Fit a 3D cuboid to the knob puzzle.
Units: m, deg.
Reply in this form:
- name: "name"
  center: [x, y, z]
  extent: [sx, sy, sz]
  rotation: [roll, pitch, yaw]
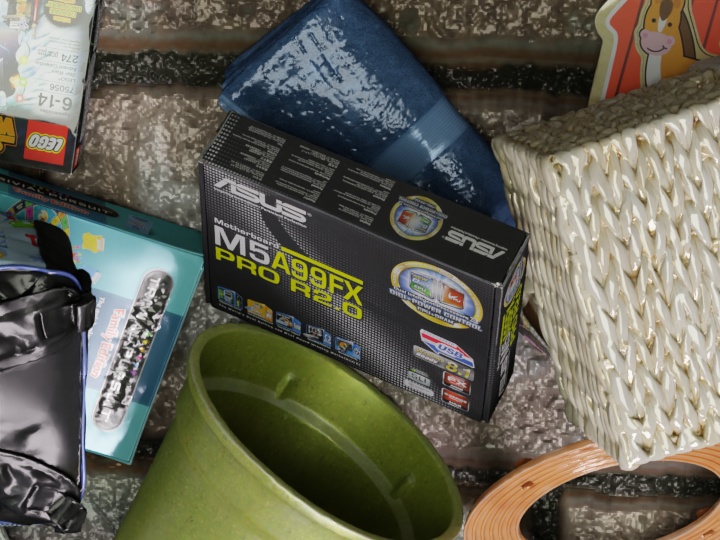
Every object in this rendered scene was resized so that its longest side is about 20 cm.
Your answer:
- name: "knob puzzle"
  center: [0.239, -0.130, 1.673]
  extent: [0.219, 0.030, 0.221]
  rotation: [1, 105, 5]

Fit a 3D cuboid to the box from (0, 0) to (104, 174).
- name: "box"
  center: [-0.264, -0.146, 1.708]
  extent: [0.199, 0.040, 0.137]
  rotation: [10, 107, 2]

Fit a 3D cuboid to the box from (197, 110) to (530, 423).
- name: "box"
  center: [0.000, 0.000, 1.652]
  extent: [0.199, 0.044, 0.160]
  rotation: [23, 150, 12]

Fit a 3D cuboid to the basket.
- name: "basket"
  center: [0.185, -0.010, 1.573]
  extent: [0.160, 0.198, 0.201]
  rotation: [-16, 98, -5]

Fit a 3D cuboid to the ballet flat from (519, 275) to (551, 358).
- name: "ballet flat"
  center: [0.162, 0.060, 1.710]
  extent: [0.200, 0.071, 0.069]
  rotation: [40, 100, -7]

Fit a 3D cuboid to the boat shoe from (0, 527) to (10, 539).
- name: "boat shoe"
  center: [-0.261, 0.155, 1.769]
  extent: [0.071, 0.072, 0.201]
  rotation: [-5, 117, 33]

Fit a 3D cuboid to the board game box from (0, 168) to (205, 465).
- name: "board game box"
  center: [-0.215, 0.021, 1.725]
  extent: [0.199, 0.047, 0.151]
  rotation: [18, 107, -14]

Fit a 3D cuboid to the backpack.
- name: "backpack"
  center: [-0.268, 0.058, 1.625]
  extent: [0.199, 0.147, 0.184]
  rotation: [-2, 113, -16]

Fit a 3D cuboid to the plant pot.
- name: "plant pot"
  center: [-0.069, 0.167, 1.703]
  extent: [0.200, 0.200, 0.184]
  rotation: [35, 111, -5]

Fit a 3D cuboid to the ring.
- name: "ring"
  center: [0.161, 0.142, 1.699]
  extent: [0.200, 0.019, 0.201]
  rotation: [-7, 149, -4]

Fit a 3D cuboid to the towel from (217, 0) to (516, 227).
- name: "towel"
  center: [0.011, -0.074, 1.699]
  extent: [0.112, 0.049, 0.200]
  rotation: [-39, 99, 13]
